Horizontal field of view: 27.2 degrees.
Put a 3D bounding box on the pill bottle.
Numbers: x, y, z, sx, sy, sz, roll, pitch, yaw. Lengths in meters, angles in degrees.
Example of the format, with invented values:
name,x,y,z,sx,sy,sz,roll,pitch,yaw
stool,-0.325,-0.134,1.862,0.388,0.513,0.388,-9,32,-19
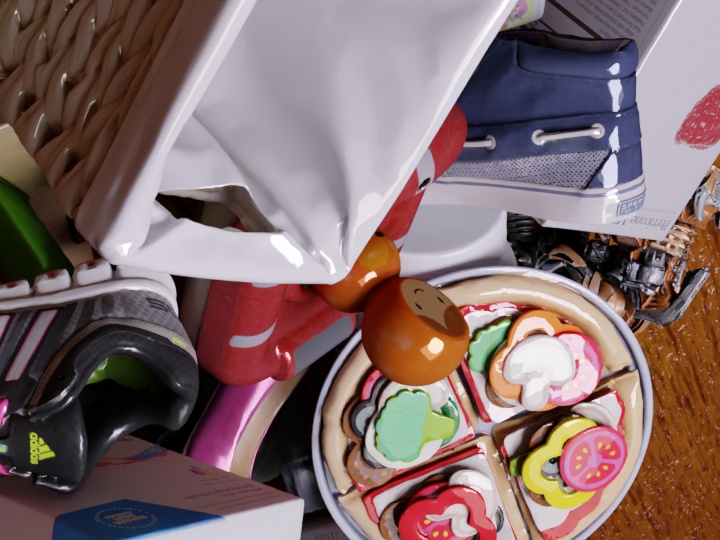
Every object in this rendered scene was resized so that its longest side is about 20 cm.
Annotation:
name,x,y,z,sx,sy,sz,roll,pitch,yaw
pill bottle,0.038,0.031,0.907,0.113,0.113,0.200,-24,138,-21

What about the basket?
name,x,y,z,sx,sy,sz,roll,pitch,yaw
basket,-0.035,-0.110,0.552,0.135,0.123,0.200,7,122,-51

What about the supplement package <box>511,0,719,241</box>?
name,x,y,z,sx,sy,sz,roll,pitch,yaw
supplement package,0.153,-0.133,0.844,0.121,0.120,0.200,4,124,-45

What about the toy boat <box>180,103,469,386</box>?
name,x,y,z,sx,sy,sz,roll,pitch,yaw
toy boat,0.000,0.000,0.708,0.130,0.131,0.200,-35,161,-32

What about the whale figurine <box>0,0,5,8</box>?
name,x,y,z,sx,sy,sz,roll,pitch,yaw
whale figurine,-0.154,-0.146,0.606,0.159,0.104,0.200,-52,165,-2

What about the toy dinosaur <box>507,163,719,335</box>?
name,x,y,z,sx,sy,sz,roll,pitch,yaw
toy dinosaur,0.148,0.001,0.954,0.200,0.136,0.102,-43,143,1

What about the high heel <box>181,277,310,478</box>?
name,x,y,z,sx,sy,sz,roll,pitch,yaw
high heel,-0.050,0.094,0.832,0.096,0.201,0.067,1,174,7

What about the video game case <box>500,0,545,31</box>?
name,x,y,z,sx,sy,sz,roll,pitch,yaw
video game case,0.014,-0.178,0.653,0.182,0.022,0.200,-20,136,-24

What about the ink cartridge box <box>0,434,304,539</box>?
name,x,y,z,sx,sy,sz,roll,pitch,yaw
ink cartridge box,-0.139,0.121,0.701,0.116,0.200,0.068,-4,103,-50

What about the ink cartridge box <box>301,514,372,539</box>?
name,x,y,z,sx,sy,sz,roll,pitch,yaw
ink cartridge box,0.010,0.197,0.980,0.145,0.083,0.200,-7,170,-35

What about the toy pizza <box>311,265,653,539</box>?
name,x,y,z,sx,sy,sz,roll,pitch,yaw
toy pizza,0.072,0.094,0.836,0.199,0.032,0.201,-4,112,-9

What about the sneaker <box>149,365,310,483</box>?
name,x,y,z,sx,sy,sz,roll,pitch,yaw
sneaker,-0.108,0.139,0.932,0.079,0.075,0.200,18,108,-33

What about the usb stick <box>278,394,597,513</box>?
name,x,y,z,sx,sy,sz,roll,pitch,yaw
usb stick,0.050,0.100,0.874,0.199,0.033,0.056,-13,134,-5

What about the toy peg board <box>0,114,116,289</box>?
name,x,y,z,sx,sy,sz,roll,pitch,yaw
toy peg board,-0.177,0.034,0.739,0.200,0.098,0.200,-26,139,-19

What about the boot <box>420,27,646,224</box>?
name,x,y,z,sx,sy,sz,roll,pitch,yaw
boot,0.055,-0.084,0.783,0.073,0.199,0.091,-37,129,-55

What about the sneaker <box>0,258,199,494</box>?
name,x,y,z,sx,sy,sz,roll,pitch,yaw
sneaker,-0.154,0.057,0.629,0.199,0.087,0.074,-18,136,-28
